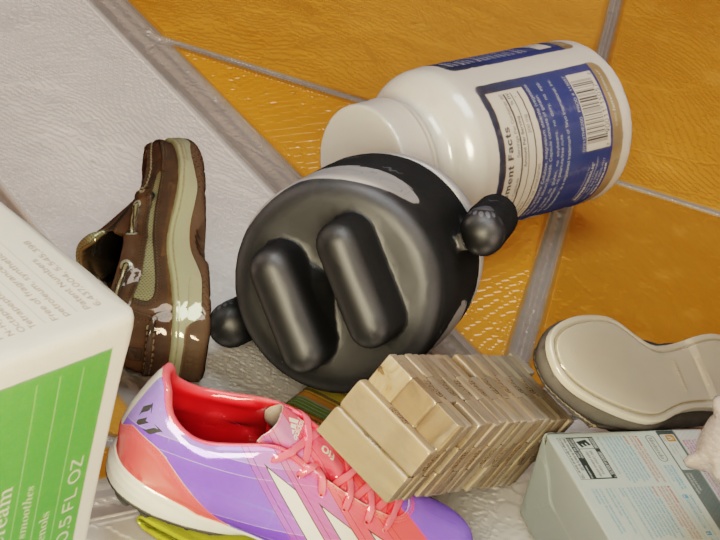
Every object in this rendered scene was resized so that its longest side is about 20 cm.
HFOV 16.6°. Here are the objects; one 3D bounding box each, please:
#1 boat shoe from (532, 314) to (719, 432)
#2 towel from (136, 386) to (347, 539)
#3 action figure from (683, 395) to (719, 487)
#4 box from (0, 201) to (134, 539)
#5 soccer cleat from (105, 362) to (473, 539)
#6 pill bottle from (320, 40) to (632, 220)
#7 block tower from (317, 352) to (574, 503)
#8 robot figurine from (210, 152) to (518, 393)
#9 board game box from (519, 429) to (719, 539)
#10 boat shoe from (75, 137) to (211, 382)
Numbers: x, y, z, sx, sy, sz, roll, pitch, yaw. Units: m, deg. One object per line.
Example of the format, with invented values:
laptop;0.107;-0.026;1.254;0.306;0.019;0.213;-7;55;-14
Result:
boat shoe;0.151;0.068;1.406;0.199;0.057;0.067;6;59;-50
towel;-0.032;0.113;1.335;0.086;0.018;0.200;25;32;21
action figure;0.261;0.105;1.277;0.192;0.105;0.201;17;30;-9
box;-0.238;0.069;1.129;0.171;0.200;0.200;-19;45;-43
soccer cleat;-0.027;0.107;1.251;0.198;0.074;0.068;19;34;-10
pill bottle;0.073;-0.082;1.600;0.199;0.112;0.111;-15;42;-41
block tower;0.051;0.081;1.303;0.058;0.054;0.200;46;16;16
robot figurine;0.002;0.001;1.401;0.149;0.126;0.200;19;14;10
board game box;0.206;0.152;1.334;0.198;0.065;0.148;0;35;-22
boat shoe;-0.129;-0.016;1.441;0.074;0.075;0.203;3;33;-9
